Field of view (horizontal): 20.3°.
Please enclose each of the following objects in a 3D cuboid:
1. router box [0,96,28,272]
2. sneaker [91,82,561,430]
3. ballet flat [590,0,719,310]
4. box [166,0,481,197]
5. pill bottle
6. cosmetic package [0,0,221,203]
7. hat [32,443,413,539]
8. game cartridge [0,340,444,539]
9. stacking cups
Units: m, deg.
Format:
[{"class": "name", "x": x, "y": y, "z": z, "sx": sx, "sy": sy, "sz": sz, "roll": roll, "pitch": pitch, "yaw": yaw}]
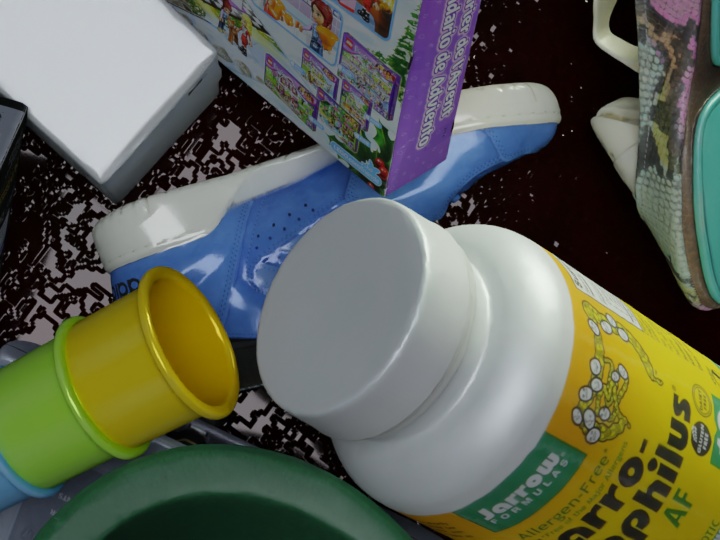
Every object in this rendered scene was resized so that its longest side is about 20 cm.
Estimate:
[{"class": "router box", "x": -0.239, "y": -0.014, "z": 0.777, "sx": 0.199, "sy": 0.052, "sz": 0.158, "roll": 15, "pitch": 127, "yaw": -4}, {"class": "sneaker", "x": 0.000, "y": 0.000, "z": 0.825, "sx": 0.199, "sy": 0.077, "sz": 0.112, "roll": -19, "pitch": 88, "yaw": -5}, {"class": "ballet flat", "x": 0.130, "y": -0.083, "z": 0.835, "sx": 0.071, "sy": 0.069, "sz": 0.201, "roll": 12, "pitch": 118, "yaw": 33}, {"class": "box", "x": -0.037, "y": -0.139, "z": 0.765, "sx": 0.039, "sy": 0.137, "sz": 0.200, "roll": -32, "pitch": 60, "yaw": -32}, {"class": "pill bottle", "x": 0.058, "y": 0.051, "z": 0.764, "sx": 0.200, "sy": 0.112, "sz": 0.113, "roll": 31, "pitch": 84, "yaw": -39}, {"class": "cosmetic package", "x": -0.152, "y": -0.122, "z": 0.809, "sx": 0.200, "sy": 0.101, "sz": 0.071, "roll": 42, "pitch": 85, "yaw": 0}, {"class": "hat", "x": -0.072, "y": 0.162, "z": 0.784, "sx": 0.199, "sy": 0.176, "sz": 0.166, "roll": 30, "pitch": 70, "yaw": -2}, {"class": "game cartridge", "x": -0.076, "y": 0.127, "z": 0.807, "sx": 0.199, "sy": 0.040, "sz": 0.134, "roll": 26, "pitch": 107, "yaw": 2}, {"class": "stacking cups", "x": -0.143, "y": 0.064, "z": 0.754, "sx": 0.199, "sy": 0.060, "sz": 0.061, "roll": -25, "pitch": 89, "yaw": 21}]
